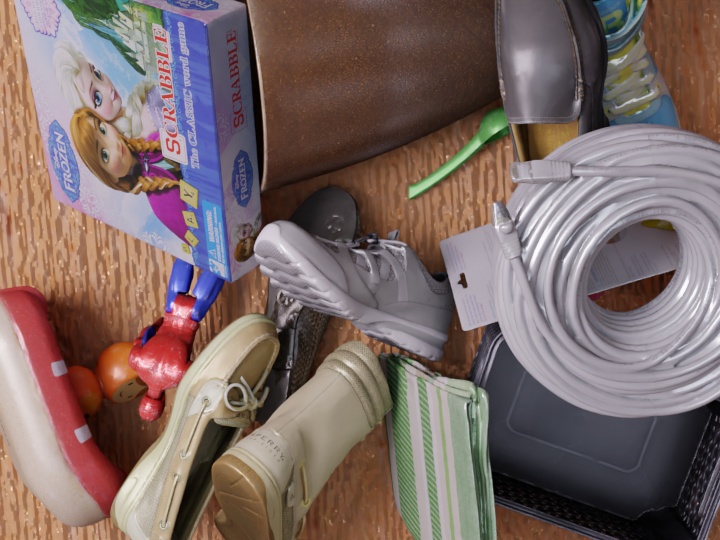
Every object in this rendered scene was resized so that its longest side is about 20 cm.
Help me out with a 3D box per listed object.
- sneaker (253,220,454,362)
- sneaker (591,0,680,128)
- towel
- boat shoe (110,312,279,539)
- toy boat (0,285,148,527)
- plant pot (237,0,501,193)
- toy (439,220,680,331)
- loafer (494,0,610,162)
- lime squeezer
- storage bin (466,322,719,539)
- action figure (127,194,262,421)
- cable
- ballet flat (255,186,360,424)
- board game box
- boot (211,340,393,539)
[{"bbox_3d":[0.000,0.000,0.806,0.075,0.200,0.082,14,78,45],"label":"sneaker"},{"bbox_3d":[0.186,-0.154,0.779,0.079,0.131,0.201,-30,94,6],"label":"sneaker"},{"bbox_3d":[0.056,0.144,0.784,0.023,0.200,0.153,-7,96,-15],"label":"towel"},{"bbox_3d":[-0.114,0.128,0.806,0.063,0.073,0.201,34,90,28],"label":"boat shoe"},{"bbox_3d":[-0.225,0.100,0.850,0.130,0.130,0.201,-21,94,-23],"label":"toy boat"},{"bbox_3d":[0.008,-0.163,0.779,0.199,0.187,0.188,-9,95,-12],"label":"plant pot"},{"bbox_3d":[0.170,-0.006,0.818,0.199,0.115,0.047,-20,125,7],"label":"toy"},{"bbox_3d":[0.131,-0.122,0.727,0.073,0.072,0.201,0,129,32],"label":"loafer"},{"bbox_3d":[0.134,-0.094,0.824,0.199,0.038,0.071,0,77,16],"label":"lime squeezer"},{"bbox_3d":[0.178,0.126,0.824,0.199,0.094,0.136,19,96,1],"label":"storage bin"},{"bbox_3d":[-0.135,0.029,0.859,0.065,0.099,0.201,17,74,5],"label":"action figure"},{"bbox_3d":[0.187,0.001,0.715,0.199,0.069,0.201,-10,109,-3],"label":"cable"},{"bbox_3d":[-0.046,0.030,0.860,0.067,0.046,0.201,17,91,24],"label":"ballet flat"},{"bbox_3d":[-0.161,-0.113,0.764,0.199,0.041,0.201,23,131,31],"label":"board game box"},{"bbox_3d":[-0.044,0.153,0.838,0.073,0.200,0.155,33,59,21],"label":"boot"}]
